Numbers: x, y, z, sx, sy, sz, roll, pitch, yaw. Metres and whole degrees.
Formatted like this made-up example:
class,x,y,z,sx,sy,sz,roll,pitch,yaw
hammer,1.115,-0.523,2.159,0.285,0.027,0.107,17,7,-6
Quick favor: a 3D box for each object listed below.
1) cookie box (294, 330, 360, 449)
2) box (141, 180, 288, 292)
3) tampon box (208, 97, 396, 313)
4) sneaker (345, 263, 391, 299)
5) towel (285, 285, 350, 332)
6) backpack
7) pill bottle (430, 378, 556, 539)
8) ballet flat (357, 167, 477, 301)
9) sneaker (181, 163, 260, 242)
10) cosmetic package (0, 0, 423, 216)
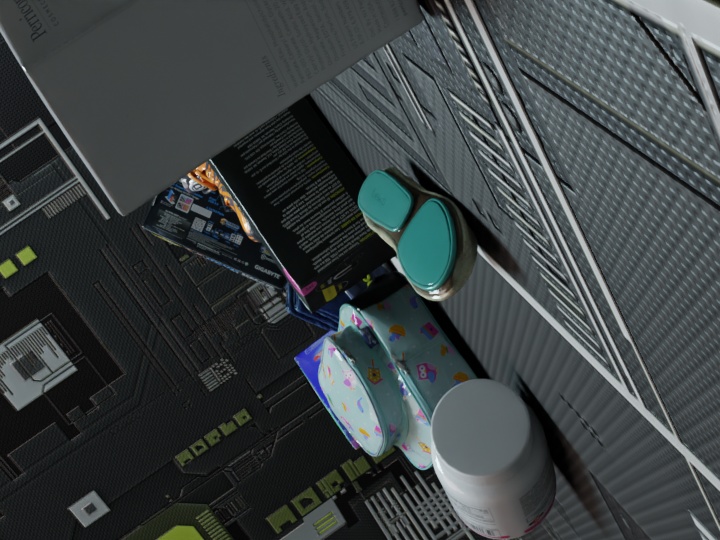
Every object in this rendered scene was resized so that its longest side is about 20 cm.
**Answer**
class,x,y,z,sx,sy,sz,roll,pitch,yaw
cookie box,0.016,0.127,1.917,0.076,0.171,0.200,54,177,-22
box,-0.156,-0.084,1.813,0.198,0.160,0.046,23,174,1
tampon box,-0.064,-0.078,1.558,0.201,0.126,0.150,55,177,12
sneaker,0.000,0.000,1.807,0.201,0.073,0.082,59,180,-6
towel,-0.063,-0.015,1.969,0.111,0.048,0.202,28,-138,-44
backpack,0.049,0.128,1.634,0.200,0.153,0.176,46,156,15
pill bottle,0.130,0.185,1.404,0.114,0.113,0.200,54,175,27
ballet flat,0.057,-0.028,1.101,0.062,0.068,0.200,27,-165,-27
sneaker,-0.161,-0.104,1.736,0.077,0.111,0.202,32,-143,-49
cosmetic package,-0.108,-0.175,0.790,0.200,0.199,0.123,52,175,41
